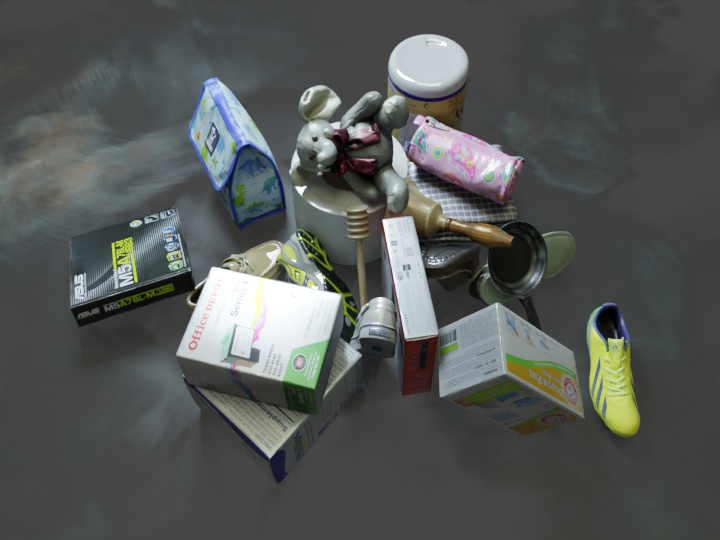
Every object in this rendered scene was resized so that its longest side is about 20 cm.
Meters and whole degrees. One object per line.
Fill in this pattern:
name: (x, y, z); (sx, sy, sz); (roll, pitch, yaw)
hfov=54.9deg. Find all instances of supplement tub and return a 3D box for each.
supplement tub: (0.118, -0.302, 1.258); (0.141, 0.202, 0.149); (0, 56, 1)

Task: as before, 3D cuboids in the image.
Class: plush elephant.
plush elephant: (-0.028, -0.188, 1.051); (0.151, 0.169, 0.200); (-10, 27, -21)

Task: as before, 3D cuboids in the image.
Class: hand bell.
hand bell: (0.144, -0.068, 1.075); (0.196, 0.105, 0.105); (20, 58, 28)

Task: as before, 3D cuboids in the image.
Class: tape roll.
tape roll: (-0.017, -0.133, 1.189); (0.196, 0.141, 0.208); (0, 57, 0)

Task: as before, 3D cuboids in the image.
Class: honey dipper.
honey dipper: (0.000, 0.000, 1.088); (0.037, 0.206, 0.038); (-3, 19, 1)

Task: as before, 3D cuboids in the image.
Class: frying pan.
frying pan: (0.265, 0.011, 1.098); (0.115, 0.031, 0.192); (-42, 108, -14)

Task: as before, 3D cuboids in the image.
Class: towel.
towel: (0.176, -0.132, 1.218); (0.194, 0.086, 0.169); (-6, 58, -4)

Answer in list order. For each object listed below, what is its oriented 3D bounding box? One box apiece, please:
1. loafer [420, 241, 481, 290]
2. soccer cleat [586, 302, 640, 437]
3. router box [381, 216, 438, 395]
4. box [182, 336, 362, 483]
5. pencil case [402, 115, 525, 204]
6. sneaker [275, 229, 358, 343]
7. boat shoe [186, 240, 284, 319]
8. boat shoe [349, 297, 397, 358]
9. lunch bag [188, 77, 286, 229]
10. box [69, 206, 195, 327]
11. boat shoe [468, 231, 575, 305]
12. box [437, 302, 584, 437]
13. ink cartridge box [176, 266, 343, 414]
loafer: (0.149, -0.003, 1.090); (0.071, 0.199, 0.073); (4, 98, 27)
soccer cleat: (0.378, 0.144, 1.038); (0.063, 0.085, 0.205); (0, 57, 0)
router box: (0.070, 0.056, 1.041); (0.047, 0.181, 0.204); (-7, 56, -4)
box: (-0.123, 0.163, 1.019); (0.182, 0.106, 0.200); (36, 63, 21)
pencil case: (0.172, -0.186, 1.155); (0.197, 0.088, 0.088); (29, 61, 16)
sneaker: (-0.069, 0.036, 1.130); (0.076, 0.075, 0.203); (-36, 70, 24)
boat shoe: (-0.201, 0.010, 1.142); (0.198, 0.066, 0.072); (-38, 64, -21)
boat shoe: (0.022, 0.083, 1.010); (0.069, 0.200, 0.072); (9, 74, 1)
lunch bag: (-0.215, -0.204, 1.200); (0.125, 0.202, 0.172); (-24, 60, -15)
box: (-0.379, -0.013, 1.140); (0.188, 0.048, 0.202); (-16, 40, -12)
boat shoe: (0.267, -0.009, 1.148); (0.198, 0.060, 0.073); (-27, 103, -17)
box: (0.209, 0.144, 0.962); (0.111, 0.198, 0.104); (-28, 47, 36)
ink cartridge box: (-0.133, 0.094, 0.951); (0.194, 0.085, 0.148); (11, 58, 8)
